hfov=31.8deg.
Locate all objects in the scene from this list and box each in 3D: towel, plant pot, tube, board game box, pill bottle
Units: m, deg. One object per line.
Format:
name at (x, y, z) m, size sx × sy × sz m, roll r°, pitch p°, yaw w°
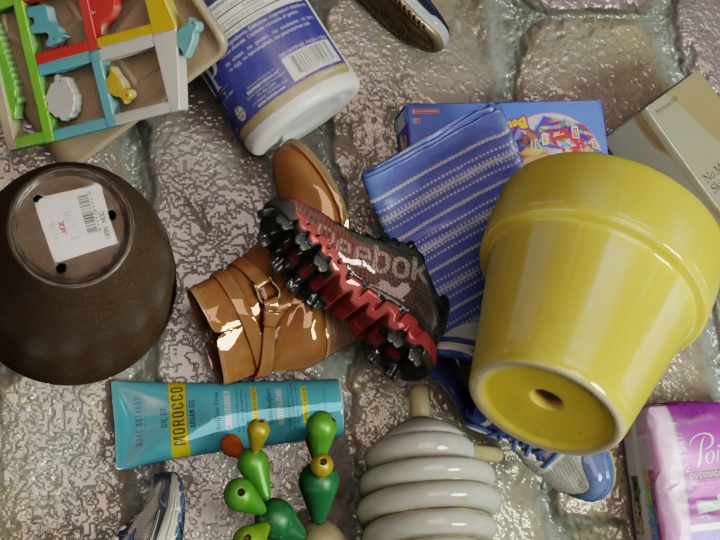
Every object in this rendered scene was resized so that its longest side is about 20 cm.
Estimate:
towel at (0.101, -0.036, 1.146) m, size 0.144 × 0.024 × 0.201 m, roll -29°, pitch 110°, yaw -4°
plant pot at (0.179, 0.038, 1.036) m, size 0.200 × 0.201 × 0.190 m, roll 31°, pitch 57°, yaw -5°
tube at (-0.115, 0.127, 1.104) m, size 0.198 × 0.050 × 0.078 m, roll -4°, pitch 64°, yaw -9°
board game box at (0.139, -0.090, 1.206) m, size 0.199 × 0.045 × 0.135 m, roll -3°, pitch 79°, yaw -14°
plant pot at (-0.233, -0.013, 1.022) m, size 0.186 × 0.200 × 0.188 m, roll 3°, pitch 77°, yaw -13°
pill bottle at (-0.100, -0.217, 1.138) m, size 0.119 × 0.120 × 0.201 m, roll -31°, pitch 86°, yaw -17°

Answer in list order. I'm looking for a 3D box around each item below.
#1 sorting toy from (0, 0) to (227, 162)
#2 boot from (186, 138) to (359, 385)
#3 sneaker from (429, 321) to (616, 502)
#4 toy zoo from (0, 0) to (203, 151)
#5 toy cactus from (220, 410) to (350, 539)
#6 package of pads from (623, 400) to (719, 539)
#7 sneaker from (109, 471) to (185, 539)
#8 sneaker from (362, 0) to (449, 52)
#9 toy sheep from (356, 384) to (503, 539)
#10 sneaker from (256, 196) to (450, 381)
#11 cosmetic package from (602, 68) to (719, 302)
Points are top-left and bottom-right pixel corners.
sorting toy at (-0.234, -0.214, 1.108) m, size 0.199 × 0.036 × 0.186 m, roll -35°, pitch 87°, yaw 16°
boot at (-0.084, -0.007, 1.115) m, size 0.154 × 0.074 × 0.201 m, roll -18°, pitch 87°, yaw -23°
sneaker at (0.131, 0.133, 1.103) m, size 0.200 × 0.076 × 0.088 m, roll 44°, pitch 32°, yaw 22°
toy zoo at (-0.225, -0.186, 1.078) m, size 0.199 × 0.020 × 0.132 m, roll -12°, pitch 94°, yaw 16°
toy cactus at (-0.065, 0.219, 1.064) m, size 0.165 × 0.102 × 0.201 m, roll 39°, pitch 68°, yaw -38°
package of pads at (0.316, 0.220, 1.167) m, size 0.120 × 0.076 × 0.201 m, roll -2°, pitch 79°, yaw -16°
sneaker at (-0.191, 0.240, 1.015) m, size 0.085 × 0.077 × 0.201 m, roll 10°, pitch 43°, yaw -1°
sneaker at (0.033, -0.309, 1.214) m, size 0.200 × 0.070 × 0.109 m, roll 43°, pitch 74°, yaw 1°
toy sheep at (0.060, 0.198, 1.088) m, size 0.137 × 0.138 × 0.201 m, roll -1°, pitch 65°, yaw -13°
sneaker at (0.000, 0.000, 1.082) m, size 0.200 × 0.071 × 0.098 m, roll 42°, pitch 55°, yaw -9°
cosmetic package at (0.339, -0.082, 1.225) m, size 0.105 × 0.071 × 0.200 m, roll -36°, pitch 89°, yaw -35°
